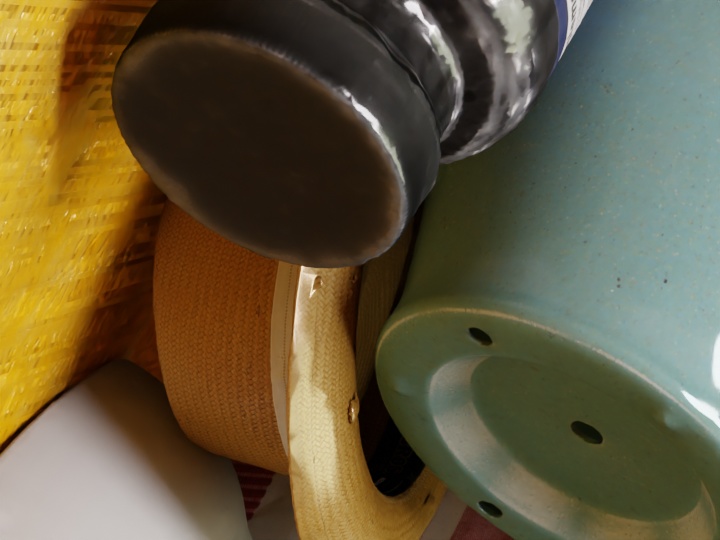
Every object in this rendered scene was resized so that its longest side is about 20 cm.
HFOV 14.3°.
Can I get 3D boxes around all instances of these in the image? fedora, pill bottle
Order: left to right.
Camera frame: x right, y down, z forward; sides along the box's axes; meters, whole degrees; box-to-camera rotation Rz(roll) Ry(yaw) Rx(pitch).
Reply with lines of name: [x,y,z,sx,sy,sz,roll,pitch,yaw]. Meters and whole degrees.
fedora: [-0.015,0.002,0.924,0.201,0.082,0.201,6,90,-72]
pill bottle: [0.016,-0.101,0.780,0.200,0.112,0.112,-59,170,-33]

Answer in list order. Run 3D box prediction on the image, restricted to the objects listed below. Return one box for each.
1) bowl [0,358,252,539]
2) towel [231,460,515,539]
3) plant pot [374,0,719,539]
bowl: [-0.103,0.144,0.916,0.200,0.075,0.200,-67,173,21]
towel: [0.004,0.065,1.025,0.023,0.200,0.144,49,60,-38]
plant pot: [0.105,-0.010,0.872,0.188,0.200,0.200,-57,170,-27]
